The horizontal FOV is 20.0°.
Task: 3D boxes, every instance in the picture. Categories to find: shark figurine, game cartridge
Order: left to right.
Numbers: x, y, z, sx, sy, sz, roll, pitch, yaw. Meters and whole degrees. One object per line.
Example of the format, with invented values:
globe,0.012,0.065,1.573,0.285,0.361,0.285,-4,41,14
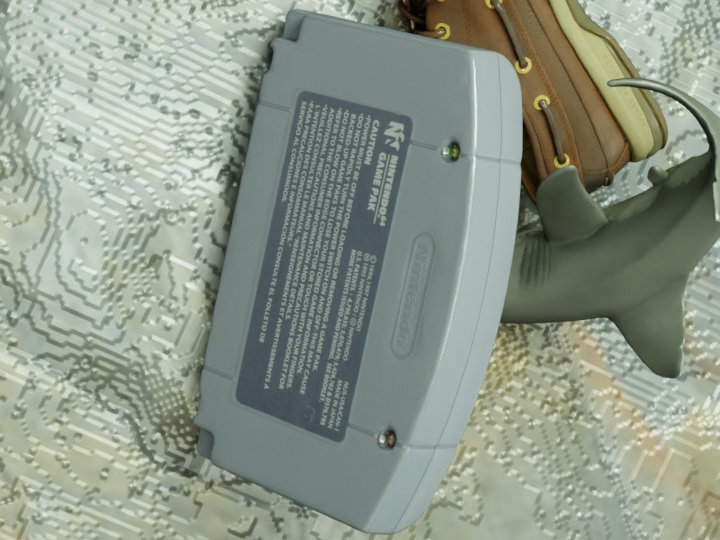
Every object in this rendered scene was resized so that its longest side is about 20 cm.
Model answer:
game cartridge,0.000,0.000,0.847,0.041,0.133,0.201,6,100,-44
shark figurine,0.123,-0.004,0.840,0.128,0.214,0.090,1,70,-26

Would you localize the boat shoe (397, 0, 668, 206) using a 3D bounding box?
boat shoe,0.051,-0.112,0.865,0.068,0.072,0.200,-39,105,-4
